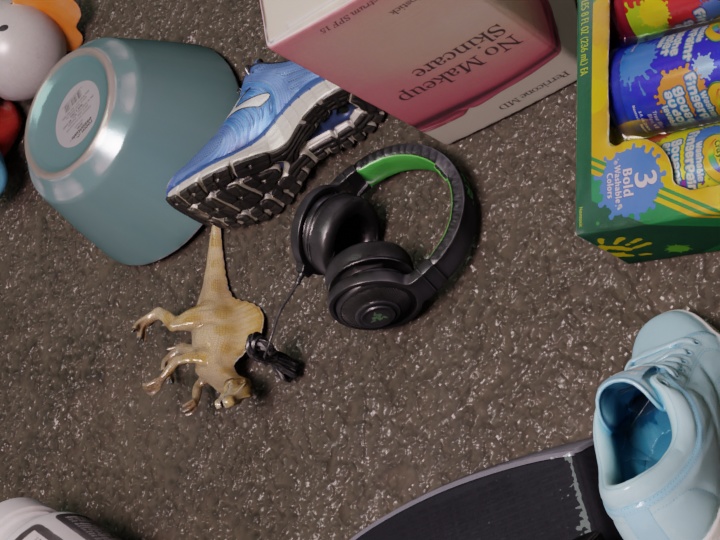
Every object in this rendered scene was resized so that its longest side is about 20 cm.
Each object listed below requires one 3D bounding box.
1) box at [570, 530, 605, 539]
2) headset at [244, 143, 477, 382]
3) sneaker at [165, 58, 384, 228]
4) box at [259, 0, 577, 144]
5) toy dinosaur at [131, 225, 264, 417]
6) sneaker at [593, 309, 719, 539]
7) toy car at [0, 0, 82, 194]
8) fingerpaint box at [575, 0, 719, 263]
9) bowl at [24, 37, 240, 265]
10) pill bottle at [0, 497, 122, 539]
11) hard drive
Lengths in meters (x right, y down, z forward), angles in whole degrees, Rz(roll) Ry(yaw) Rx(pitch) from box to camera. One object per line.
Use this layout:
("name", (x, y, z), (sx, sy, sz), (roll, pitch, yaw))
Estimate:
("box", (0.085, 0.260, 0.787), (0.200, 0.044, 0.161), (-29, 83, 29))
("headset", (0.000, 0.000, 0.980), (0.200, 0.094, 0.124), (-40, 49, 4))
("sneaker", (-0.070, -0.109, 1.063), (0.200, 0.079, 0.089), (-34, 49, 17))
("box", (0.041, -0.181, 0.900), (0.128, 0.200, 0.109), (-25, 61, 32))
("toy dinosaur", (-0.122, 0.046, 1.073), (0.101, 0.058, 0.200), (-23, 48, 13))
("sneaker", (0.165, 0.072, 0.746), (0.074, 0.082, 0.200), (-27, 26, 24))
("toy car", (-0.353, -0.201, 1.271), (0.200, 0.177, 0.184), (-40, 42, 8))
("fingerpaint box", (0.217, -0.118, 0.819), (0.166, 0.073, 0.201), (-9, 71, 38))
("bowl", (-0.205, -0.114, 1.144), (0.200, 0.105, 0.201), (-17, 63, 38))
("pill bottle", (-0.214, 0.251, 1.030), (0.200, 0.116, 0.117), (21, 89, 43))
("hard drive", (0.078, 0.191, 0.855), (0.200, 0.042, 0.135), (-28, 60, 30))
